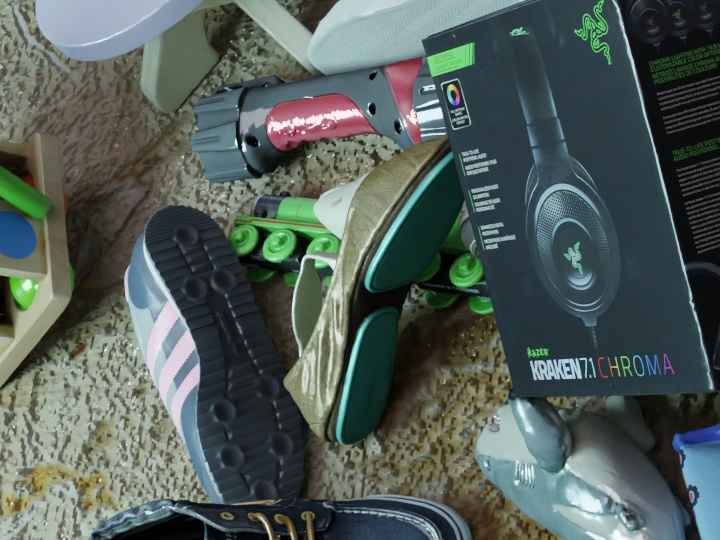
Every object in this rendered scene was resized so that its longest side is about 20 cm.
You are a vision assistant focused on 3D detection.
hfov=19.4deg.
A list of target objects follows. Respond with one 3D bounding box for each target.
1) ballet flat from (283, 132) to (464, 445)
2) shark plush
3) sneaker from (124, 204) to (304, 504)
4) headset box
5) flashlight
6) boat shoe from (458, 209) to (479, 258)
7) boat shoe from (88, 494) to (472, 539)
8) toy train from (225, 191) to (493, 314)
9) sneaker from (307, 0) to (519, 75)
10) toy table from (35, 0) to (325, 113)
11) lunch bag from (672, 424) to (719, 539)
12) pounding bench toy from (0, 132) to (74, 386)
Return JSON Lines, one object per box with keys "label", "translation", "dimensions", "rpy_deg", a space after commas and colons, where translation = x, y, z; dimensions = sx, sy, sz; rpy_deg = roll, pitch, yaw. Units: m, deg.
{"label": "ballet flat", "translation": [0.000, 0.000, 1.161], "dimensions": [0.072, 0.068, 0.201], "rpy_deg": [35, 123, 29]}
{"label": "shark plush", "translation": [0.132, 0.139, 1.077], "dimensions": [0.200, 0.091, 0.084], "rpy_deg": [50, 122, 23]}
{"label": "sneaker", "translation": [-0.088, 0.066, 1.239], "dimensions": [0.082, 0.070, 0.201], "rpy_deg": [-50, 51, 54]}
{"label": "headset box", "translation": [0.127, -0.050, 0.989], "dimensions": [0.174, 0.092, 0.202], "rpy_deg": [-7, 99, 63]}
{"label": "flashlight", "translation": [-0.010, -0.086, 1.257], "dimensions": [0.199, 0.068, 0.068], "rpy_deg": [-8, 107, 32]}
{"label": "boat shoe", "translation": [0.147, -0.017, 1.110], "dimensions": [0.198, 0.067, 0.057], "rpy_deg": [-7, 65, 16]}
{"label": "boat shoe", "translation": [-0.043, 0.154, 1.116], "dimensions": [0.198, 0.091, 0.071], "rpy_deg": [-8, 73, 11]}
{"label": "toy train", "translation": [0.006, -0.015, 1.226], "dimensions": [0.199, 0.042, 0.057], "rpy_deg": [8, 62, 34]}
{"label": "sneaker", "translation": [0.048, -0.187, 1.245], "dimensions": [0.199, 0.073, 0.116], "rpy_deg": [-25, 43, 49]}
{"label": "toy table", "translation": [-0.098, -0.195, 1.328], "dimensions": [0.200, 0.117, 0.184], "rpy_deg": [-39, 53, 9]}
{"label": "lunch bag", "translation": [0.265, 0.127, 0.974], "dimensions": [0.199, 0.094, 0.151], "rpy_deg": [-19, 56, 10]}
{"label": "pounding bench toy", "translation": [-0.244, -0.031, 1.281], "dimensions": [0.200, 0.155, 0.125], "rpy_deg": [-44, 45, 46]}
